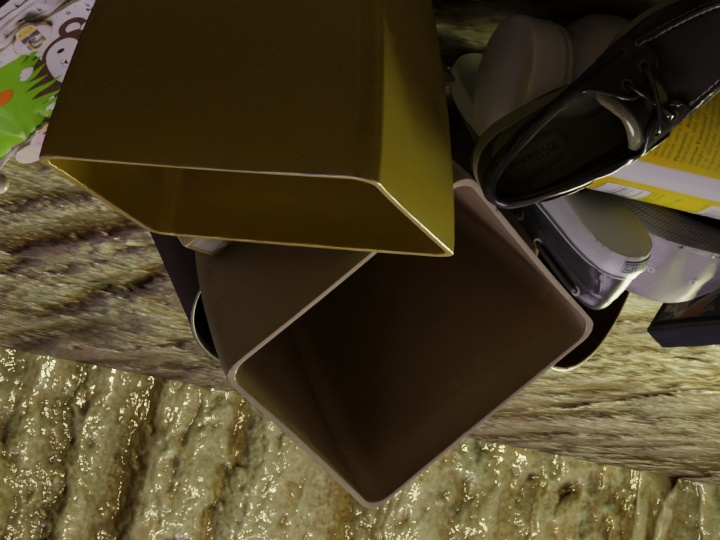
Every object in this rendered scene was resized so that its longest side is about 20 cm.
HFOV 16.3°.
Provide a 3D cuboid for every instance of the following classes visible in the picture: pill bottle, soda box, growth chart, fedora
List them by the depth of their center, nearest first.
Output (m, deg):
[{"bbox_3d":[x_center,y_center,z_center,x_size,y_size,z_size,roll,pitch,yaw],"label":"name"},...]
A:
[{"bbox_3d":[-0.197,-0.134,1.597,0.200,0.018,0.145,-42,147,13],"label":"growth chart"},{"bbox_3d":[-0.043,-0.094,1.605,0.200,0.068,0.064,-36,167,8],"label":"soda box"},{"bbox_3d":[0.178,-0.101,1.606,0.199,0.112,0.111,12,169,-24],"label":"pill bottle"},{"bbox_3d":[0.217,-0.039,1.736,0.199,0.177,0.091,7,128,-29],"label":"fedora"}]

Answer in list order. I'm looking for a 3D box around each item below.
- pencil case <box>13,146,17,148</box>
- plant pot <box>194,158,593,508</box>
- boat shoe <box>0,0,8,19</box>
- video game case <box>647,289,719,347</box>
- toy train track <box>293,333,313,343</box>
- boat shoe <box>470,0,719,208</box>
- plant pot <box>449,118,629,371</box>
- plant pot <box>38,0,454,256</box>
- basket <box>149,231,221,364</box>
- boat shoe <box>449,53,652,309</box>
[{"bbox_3d":[-0.160,-0.121,1.826,0.199,0.094,0.091,4,-153,21],"label":"pencil case"},{"bbox_3d":[0.000,0.000,1.692,0.200,0.200,0.177,46,-174,-47],"label":"plant pot"},{"bbox_3d":[-0.242,-0.162,1.687,0.066,0.074,0.200,17,167,-27],"label":"boat shoe"},{"bbox_3d":[0.312,-0.026,1.769,0.026,0.181,0.200,45,153,-23],"label":"video game case"},{"bbox_3d":[0.025,0.070,1.834,0.199,0.033,0.115,7,170,-20],"label":"toy train track"},{"bbox_3d":[0.157,-0.096,1.503,0.200,0.072,0.066,-32,-159,11],"label":"boat shoe"},{"bbox_3d":[0.088,-0.042,1.900,0.199,0.188,0.187,17,176,29],"label":"plant pot"},{"bbox_3d":[-0.050,-0.121,1.481,0.199,0.177,0.200,5,169,16],"label":"plant pot"},{"bbox_3d":[-0.087,-0.038,1.880,0.180,0.137,0.200,-7,-142,-30],"label":"basket"},{"bbox_3d":[0.114,-0.059,1.655,0.068,0.200,0.057,-9,143,-40],"label":"boat shoe"}]
